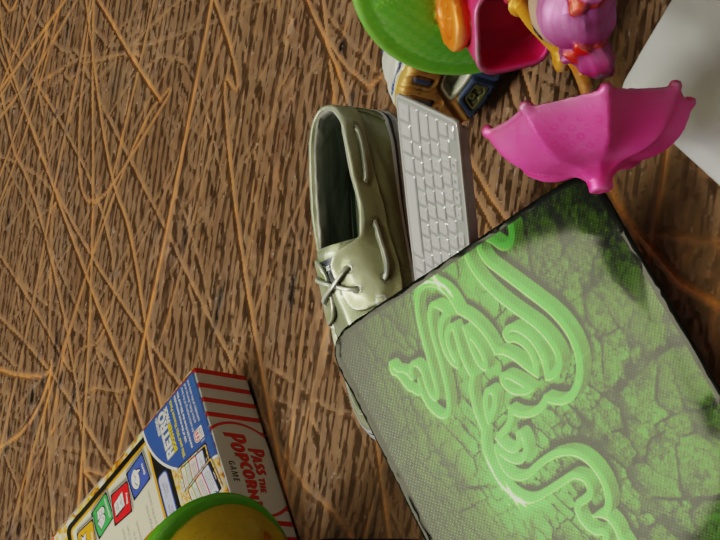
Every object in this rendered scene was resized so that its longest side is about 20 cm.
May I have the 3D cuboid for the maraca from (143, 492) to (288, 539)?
[{"bbox_3d":[-0.079,0.223,0.891,0.106,0.136,0.203,7,107,45],"label":"maraca"}]

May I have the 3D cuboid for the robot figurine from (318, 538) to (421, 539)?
[{"bbox_3d":[-0.022,0.209,0.789,0.124,0.198,0.153,-13,71,49],"label":"robot figurine"}]

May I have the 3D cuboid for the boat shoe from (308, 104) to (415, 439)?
[{"bbox_3d":[0.000,0.000,0.930,0.072,0.061,0.203,-26,61,45],"label":"boat shoe"}]

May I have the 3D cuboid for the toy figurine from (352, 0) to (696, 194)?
[{"bbox_3d":[0.090,-0.129,0.744,0.185,0.148,0.202,-116,18,-46],"label":"toy figurine"}]

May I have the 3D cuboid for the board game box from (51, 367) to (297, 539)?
[{"bbox_3d":[-0.125,0.186,1.049,0.200,0.046,0.153,-47,47,33],"label":"board game box"}]

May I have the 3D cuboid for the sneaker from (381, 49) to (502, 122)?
[{"bbox_3d":[0.070,-0.178,0.883,0.200,0.075,0.089,-50,37,24],"label":"sneaker"}]

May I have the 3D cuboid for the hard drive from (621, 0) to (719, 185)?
[{"bbox_3d":[0.210,-0.083,0.718,0.133,0.026,0.200,-60,42,21],"label":"hard drive"}]

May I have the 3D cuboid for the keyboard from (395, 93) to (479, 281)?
[{"bbox_3d":[0.044,0.009,0.835,0.056,0.011,0.202,26,132,48],"label":"keyboard"}]

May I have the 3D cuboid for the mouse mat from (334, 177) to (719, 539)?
[{"bbox_3d":[0.089,0.075,0.760,0.160,0.008,0.202,-33,67,13],"label":"mouse mat"}]
